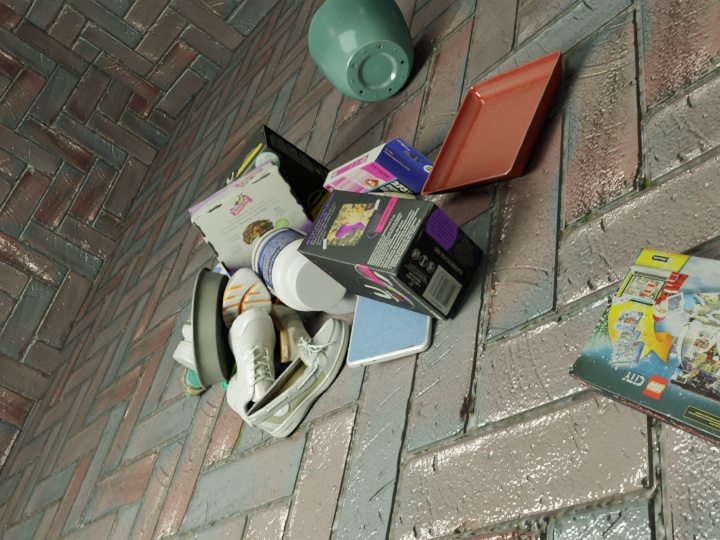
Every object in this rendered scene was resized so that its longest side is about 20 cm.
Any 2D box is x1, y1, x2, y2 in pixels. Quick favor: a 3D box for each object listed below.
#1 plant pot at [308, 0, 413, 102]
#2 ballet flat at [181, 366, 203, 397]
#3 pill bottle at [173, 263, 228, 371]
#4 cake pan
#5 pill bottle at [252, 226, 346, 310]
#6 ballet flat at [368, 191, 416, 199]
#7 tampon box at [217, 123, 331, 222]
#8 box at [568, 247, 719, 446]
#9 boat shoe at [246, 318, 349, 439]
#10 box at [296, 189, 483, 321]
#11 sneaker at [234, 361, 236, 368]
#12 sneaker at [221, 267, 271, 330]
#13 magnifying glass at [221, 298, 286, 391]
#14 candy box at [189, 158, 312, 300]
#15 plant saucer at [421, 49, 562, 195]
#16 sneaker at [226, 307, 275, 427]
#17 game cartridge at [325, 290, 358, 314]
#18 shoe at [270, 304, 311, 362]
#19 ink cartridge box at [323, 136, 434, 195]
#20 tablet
[{"bbox_3d":[0.013,-0.420,1.549,0.201,0.201,0.161,-47,39,22],"label":"plant pot"},{"bbox_3d":[-0.314,0.162,1.603,0.075,0.068,0.200,130,158,-55],"label":"ballet flat"},{"bbox_3d":[-0.267,0.097,1.523,0.114,0.114,0.200,-6,54,60],"label":"pill bottle"},{"bbox_3d":[-0.235,0.093,1.302,0.200,0.037,0.200,-1,-90,-88],"label":"cake pan"},{"bbox_3d":[-0.092,0.000,1.231,0.111,0.111,0.200,-58,24,-2],"label":"pill bottle"},{"bbox_3d":[0.007,-0.088,1.292,0.200,0.069,0.069,-26,38,49],"label":"ballet flat"},{"bbox_3d":[-0.141,-0.140,1.469,0.150,0.200,0.126,-50,25,17],"label":"tampon box"},{"bbox_3d":[0.273,0.059,0.644,0.137,0.038,0.200,-59,24,-5],"label":"box"},{"bbox_3d":[-0.088,0.152,1.176,0.202,0.065,0.074,-54,24,6],"label":"boat shoe"},{"bbox_3d":[0.035,-0.024,1.038,0.200,0.122,0.106,14,70,50],"label":"box"},{"bbox_3d":[-0.227,0.094,1.442,0.074,0.081,0.200,-26,39,52],"label":"sneaker"},{"bbox_3d":[-0.184,0.067,1.300,0.077,0.078,0.200,-105,13,-46],"label":"sneaker"},{"bbox_3d":[-0.192,0.133,1.451,0.200,0.022,0.080,-56,23,1],"label":"magnifying glass"},{"bbox_3d":[-0.166,-0.060,1.363,0.168,0.200,0.072,-32,26,-3],"label":"candy box"},{"bbox_3d":[0.189,-0.193,1.118,0.200,0.037,0.200,-7,55,60],"label":"plant saucer"},{"bbox_3d":[-0.157,0.156,1.250,0.099,0.078,0.200,42,135,51],"label":"sneaker"},{"bbox_3d":[0.000,0.000,1.237,0.200,0.042,0.133,-21,38,53],"label":"game cartridge"},{"bbox_3d":[-0.119,0.103,1.324,0.200,0.053,0.070,-134,38,-68],"label":"shoe"},{"bbox_3d":[0.032,-0.147,1.283,0.200,0.095,0.037,-20,43,53],"label":"ink cartridge box"},{"bbox_3d":[0.047,0.034,1.087,0.130,0.014,0.200,-18,46,33],"label":"tablet"}]
